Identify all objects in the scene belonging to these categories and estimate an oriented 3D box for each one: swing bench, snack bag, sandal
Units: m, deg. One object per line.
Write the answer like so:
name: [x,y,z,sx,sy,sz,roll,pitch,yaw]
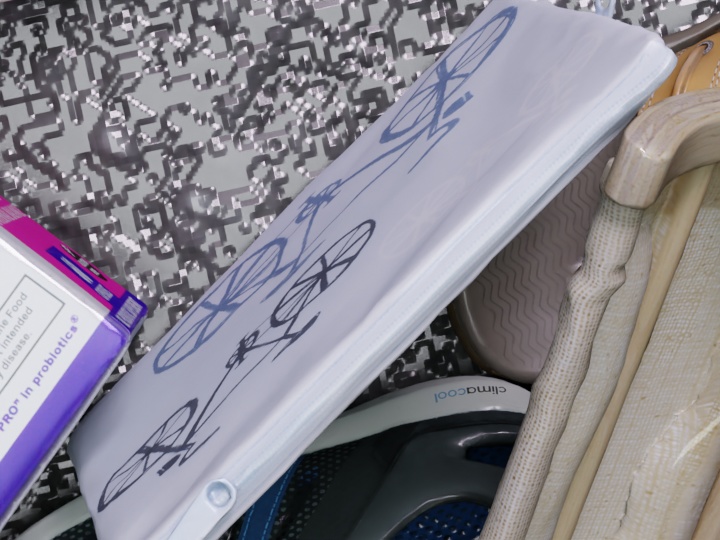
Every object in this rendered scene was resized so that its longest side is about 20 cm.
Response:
swing bench: [0.129,0.083,0.651,0.199,0.130,0.200,29,116,19]
snack bag: [0.000,0.000,0.700,0.189,0.200,0.021,-45,101,-1]
sandal: [0.113,-0.034,0.773,0.199,0.055,0.082,-23,94,0]

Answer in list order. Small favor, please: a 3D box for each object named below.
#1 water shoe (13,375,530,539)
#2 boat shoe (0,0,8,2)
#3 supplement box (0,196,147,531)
water shoe: [-0.030,0.092,0.756,0.199,0.079,0.072,-27,122,0]
boat shoe: [-0.119,-0.114,0.708,0.198,0.066,0.075,-13,66,-35]
supplement box: [-0.166,-0.005,0.744,0.200,0.101,0.104,36,92,-4]
